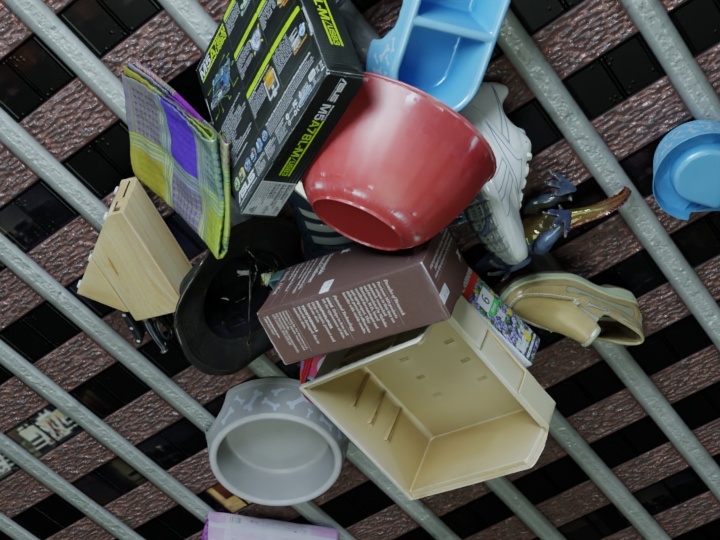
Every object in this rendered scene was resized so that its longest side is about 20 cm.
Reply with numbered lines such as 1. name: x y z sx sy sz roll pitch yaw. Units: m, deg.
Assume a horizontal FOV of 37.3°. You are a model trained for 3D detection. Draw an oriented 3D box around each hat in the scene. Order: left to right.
1. hat: -0.150 0.017 1.221 0.081 0.200 0.201 25 138 37

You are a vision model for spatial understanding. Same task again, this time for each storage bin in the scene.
1. storage bin: 0.078 0.139 1.182 0.198 0.094 0.200 -25 115 41

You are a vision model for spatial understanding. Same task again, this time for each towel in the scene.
1. towel: -0.190 -0.114 1.093 0.023 0.200 0.144 -20 133 -30

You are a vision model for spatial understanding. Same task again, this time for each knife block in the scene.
1. knife block: -0.227 0.007 1.234 0.175 0.064 0.200 21 131 -14

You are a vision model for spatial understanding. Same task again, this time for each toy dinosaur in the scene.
1. toy dinosaur: 0.187 -0.020 1.217 0.199 0.105 0.182 7 146 -18

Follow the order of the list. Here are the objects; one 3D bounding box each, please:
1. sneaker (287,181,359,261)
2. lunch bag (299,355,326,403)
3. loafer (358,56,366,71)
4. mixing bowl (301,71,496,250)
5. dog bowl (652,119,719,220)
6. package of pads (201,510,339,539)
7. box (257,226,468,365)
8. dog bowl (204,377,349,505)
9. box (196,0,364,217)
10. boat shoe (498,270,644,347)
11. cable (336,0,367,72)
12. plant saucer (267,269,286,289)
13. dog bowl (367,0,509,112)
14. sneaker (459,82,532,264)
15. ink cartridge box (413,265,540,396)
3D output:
1. sneaker: -0.053 -0.056 1.191 0.084 0.075 0.200 -40 118 21
2. lunch bag: 0.032 0.091 1.305 0.199 0.082 0.177 9 123 -9
3. loafer: 0.014 -0.166 1.127 0.200 0.063 0.072 39 76 -27
4. mixing bowl: 0.019 -0.088 1.023 0.200 0.109 0.200 23 164 7
5. dog bowl: 0.413 -0.103 1.174 0.199 0.050 0.112 13 126 -11
6. package of pads: -0.135 0.421 1.550 0.199 0.076 0.121 10 124 -8
7. box: 0.002 0.023 1.105 0.199 0.100 0.075 -16 114 25
8. dog bowl: -0.111 0.235 1.421 0.199 0.059 0.201 0 127 0
9. box: -0.082 -0.185 1.002 0.047 0.194 0.200 4 142 -31
10. boat shoe: 0.254 0.052 1.239 0.199 0.076 0.072 6 138 -27
11. cable: 0.026 -0.244 1.048 0.200 0.051 0.163 -46 129 5
12. plant saucer: 0.000 0.000 1.195 0.199 0.019 0.070 -15 144 15
13. dog bowl: 0.079 -0.233 1.003 0.111 0.050 0.201 8 116 -22
14. sneaker: 0.145 -0.104 1.116 0.087 0.074 0.201 -20 99 -16
15. ink cartridge box: 0.094 0.046 1.195 0.200 0.050 0.109 44 132 -14
